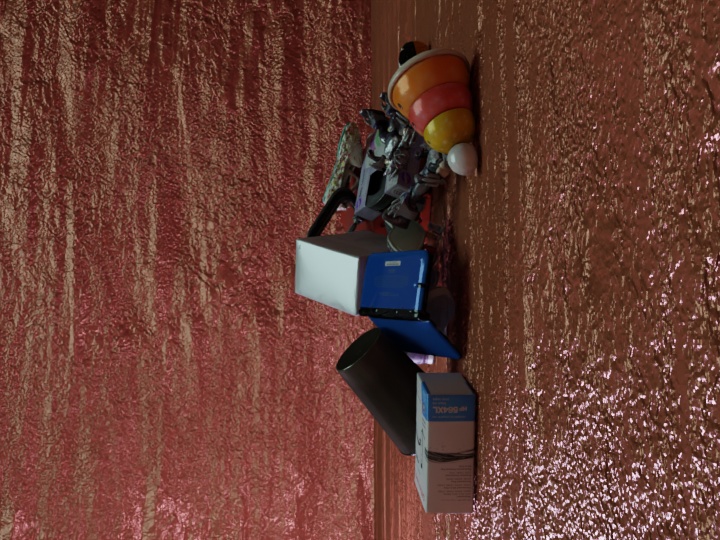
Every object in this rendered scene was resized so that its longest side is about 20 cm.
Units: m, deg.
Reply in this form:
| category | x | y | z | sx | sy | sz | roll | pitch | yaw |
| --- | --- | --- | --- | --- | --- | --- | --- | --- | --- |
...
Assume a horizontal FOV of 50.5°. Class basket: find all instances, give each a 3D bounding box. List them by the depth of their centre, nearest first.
| category | x | y | z | sx | sy | sz | roll | pitch | yaw |
| --- | --- | --- | --- | --- | --- | --- | --- | --- | --- |
| basket | 0.059 | 0.217 | 1.433 | 0.200 | 0.136 | 0.181 | 49 | -165 | -11 |

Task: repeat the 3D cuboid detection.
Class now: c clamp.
| category | x | y | z | sx | sy | sz | roll | pitch | yaw |
| --- | --- | --- | --- | --- | --- | --- | --- | --- | --- |
| c clamp | -0.050 | -0.073 | 1.670 | 0.171 | 0.027 | 0.201 | 38 | -104 | -44 |

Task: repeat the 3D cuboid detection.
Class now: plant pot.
| category | x | y | z | sx | sy | sz | roll | pitch | yaw |
| --- | --- | --- | --- | --- | --- | --- | --- | --- | --- |
| plant pot | 0.070 | -0.155 | 1.763 | 0.177 | 0.197 | 0.202 | -112 | 20 | -52 |

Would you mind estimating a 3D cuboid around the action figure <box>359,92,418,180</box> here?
| category | x | y | z | sx | sy | sz | roll | pitch | yaw |
| --- | --- | --- | --- | --- | --- | --- | --- | --- | --- |
| action figure | 0.057 | -0.261 | 1.473 | 0.130 | 0.069 | 0.201 | -49 | 34 | 29 |

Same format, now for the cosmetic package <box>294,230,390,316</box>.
| category | x | y | z | sx | sy | sz | roll | pitch | yaw |
| --- | --- | --- | --- | --- | --- | --- | --- | --- | --- |
| cosmetic package | 0.000 | 0.000 | 1.581 | 0.198 | 0.199 | 0.125 | 18 | 108 | 45 |

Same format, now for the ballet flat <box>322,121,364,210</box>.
| category | x | y | z | sx | sy | sz | roll | pitch | yaw |
| --- | --- | --- | --- | --- | --- | --- | --- | --- | --- |
| ballet flat | -0.025 | -0.223 | 1.678 | 0.075 | 0.063 | 0.202 | -28 | -41 | -60 |

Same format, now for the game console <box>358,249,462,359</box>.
| category | x | y | z | sx | sy | sz | roll | pitch | yaw |
| --- | --- | --- | --- | --- | --- | --- | --- | --- | --- |
| game console | 0.096 | 0.061 | 1.382 | 0.199 | 0.117 | 0.173 | -1 | 78 | 58 |

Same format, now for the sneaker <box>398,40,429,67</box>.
| category | x | y | z | sx | sy | sz | roll | pitch | yaw |
| --- | --- | --- | --- | --- | --- | --- | --- | --- | --- |
| sneaker | 0.124 | -0.424 | 1.742 | 0.092 | 0.075 | 0.203 | 86 | -176 | -72 |

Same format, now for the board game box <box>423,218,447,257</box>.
| category | x | y | z | sx | sy | sz | roll | pitch | yaw |
| --- | --- | --- | --- | --- | --- | --- | --- | --- | --- |
| board game box | 0.117 | -0.010 | 1.481 | 0.159 | 0.039 | 0.201 | 104 | -173 | -50 |

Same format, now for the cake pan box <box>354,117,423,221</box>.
| category | x | y | z | sx | sy | sz | roll | pitch | yaw |
| --- | --- | --- | --- | --- | --- | --- | --- | --- | --- |
| cake pan box | 0.060 | -0.218 | 1.574 | 0.184 | 0.052 | 0.202 | -30 | 46 | 59 |

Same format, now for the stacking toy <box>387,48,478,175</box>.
| category | x | y | z | sx | sy | sz | roll | pitch | yaw |
| --- | --- | --- | --- | --- | --- | --- | --- | --- | --- |
| stacking toy | 0.138 | -0.241 | 1.233 | 0.147 | 0.144 | 0.202 | 96 | 157 | -63 |

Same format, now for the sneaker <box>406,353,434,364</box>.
| category | x | y | z | sx | sy | sz | roll | pitch | yaw |
| --- | --- | --- | --- | --- | --- | --- | --- | --- | --- |
| sneaker | 0.117 | 0.105 | 1.673 | 0.076 | 0.086 | 0.203 | 142 | 128 | -86 |

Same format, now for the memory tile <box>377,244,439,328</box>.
| category | x | y | z | sx | sy | sz | roll | pitch | yaw |
| --- | --- | --- | --- | --- | --- | --- | --- | --- | --- |
| memory tile | 0.102 | 0.045 | 1.653 | 0.199 | 0.017 | 0.155 | -29 | 55 | 44 |

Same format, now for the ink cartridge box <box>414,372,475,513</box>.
| category | x | y | z | sx | sy | sz | roll | pitch | yaw |
| --- | --- | --- | --- | --- | --- | --- | --- | --- | --- |
| ink cartridge box | 0.140 | 0.287 | 1.289 | 0.146 | 0.083 | 0.203 | -119 | 30 | -83 |

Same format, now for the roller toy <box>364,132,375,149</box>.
| category | x | y | z | sx | sy | sz | roll | pitch | yaw |
| --- | --- | --- | --- | --- | --- | --- | --- | --- | --- |
| roller toy | 0.067 | -0.256 | 1.934 | 0.183 | 0.138 | 0.202 | -79 | -6 | -50 |

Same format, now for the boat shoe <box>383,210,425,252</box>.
| category | x | y | z | sx | sy | sz | roll | pitch | yaw |
| --- | --- | --- | --- | --- | --- | --- | --- | --- | --- |
| boat shoe | 0.085 | -0.057 | 1.469 | 0.200 | 0.072 | 0.063 | -105 | 6 | -63 |

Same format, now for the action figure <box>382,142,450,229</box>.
| category | x | y | z | sx | sy | sz | roll | pitch | yaw |
| --- | --- | --- | --- | --- | --- | --- | --- | --- | --- |
| action figure | 0.118 | -0.168 | 1.382 | 0.201 | 0.069 | 0.131 | -58 | 7 | 33 |

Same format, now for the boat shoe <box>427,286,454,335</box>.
| category | x | y | z | sx | sy | sz | roll | pitch | yaw |
| --- | --- | --- | --- | --- | --- | --- | --- | --- | --- |
| boat shoe | 0.133 | 0.083 | 1.456 | 0.201 | 0.073 | 0.067 | 93 | 164 | -52 |
